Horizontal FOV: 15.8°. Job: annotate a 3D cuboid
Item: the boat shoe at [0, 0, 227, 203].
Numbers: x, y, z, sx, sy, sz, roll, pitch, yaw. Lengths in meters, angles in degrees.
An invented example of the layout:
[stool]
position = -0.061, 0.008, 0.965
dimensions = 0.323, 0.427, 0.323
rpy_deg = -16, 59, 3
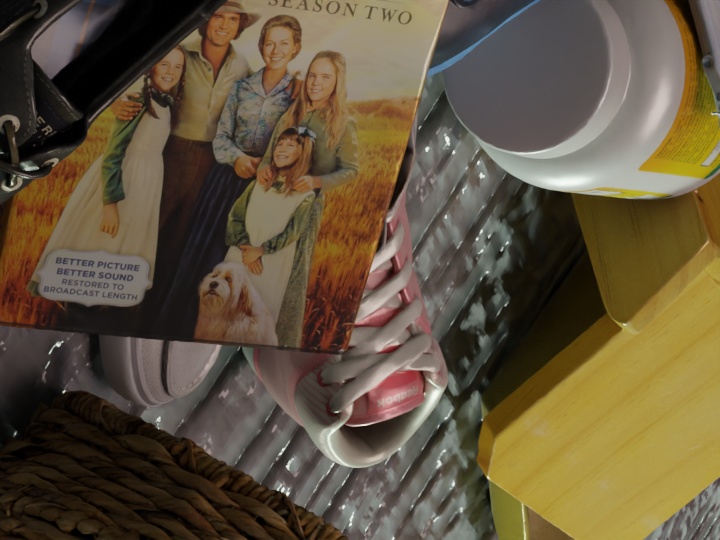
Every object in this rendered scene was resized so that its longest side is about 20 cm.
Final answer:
[boat shoe]
position = -0.111, -0.061, 0.825
dimensions = 0.200, 0.057, 0.069
rpy_deg = -47, 145, -6

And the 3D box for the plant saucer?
[plant saucer]
position = 0.131, 0.071, 1.552
dimensions = 0.200, 0.048, 0.200
rpy_deg = -53, 155, -27

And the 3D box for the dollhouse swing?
[dollhouse swing]
position = 0.151, 0.026, 1.448
dimensions = 0.175, 0.182, 0.200
rpy_deg = -29, 143, 21

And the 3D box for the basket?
[basket]
position = -0.051, 0.123, 1.013
dimensions = 0.149, 0.200, 0.143
rpy_deg = -36, 144, -44

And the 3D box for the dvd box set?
[dvd box set]
position = -0.048, -0.068, 0.925
dimensions = 0.146, 0.029, 0.201
rpy_deg = 6, 115, -24

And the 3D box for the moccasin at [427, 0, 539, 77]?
[moccasin]
position = 0.073, -0.158, 1.130
dimensions = 0.200, 0.080, 0.068
rpy_deg = -50, 162, -32

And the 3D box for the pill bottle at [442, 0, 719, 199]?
[pill bottle]
position = 0.114, -0.093, 1.253
dimensions = 0.200, 0.113, 0.113
rpy_deg = 0, 114, -65

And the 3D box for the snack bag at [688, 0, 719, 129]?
[snack bag]
position = 0.187, -0.171, 1.292
dimensions = 0.200, 0.021, 0.189
rpy_deg = -25, 100, -66

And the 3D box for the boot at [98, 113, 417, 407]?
[boot]
position = -0.037, -0.019, 1.022
dimensions = 0.074, 0.095, 0.201
rpy_deg = -28, 139, -55

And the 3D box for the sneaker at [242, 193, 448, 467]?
[sneaker]
position = 0.000, 0.000, 1.098
dimensions = 0.075, 0.105, 0.201
rpy_deg = -15, 136, -23
